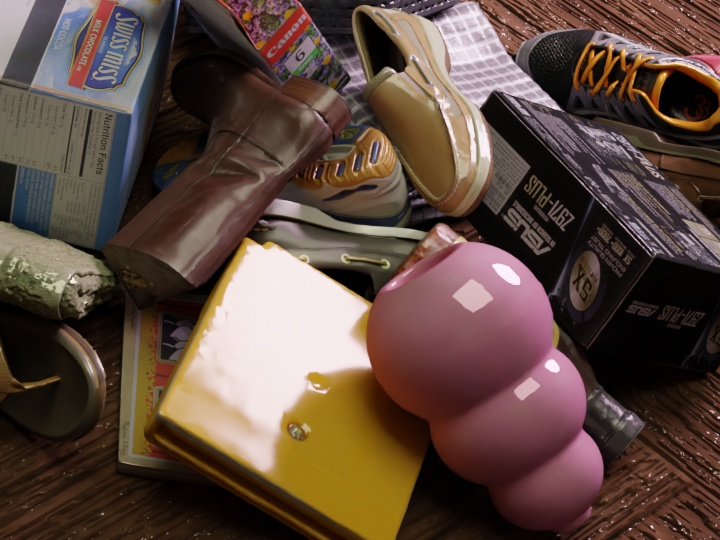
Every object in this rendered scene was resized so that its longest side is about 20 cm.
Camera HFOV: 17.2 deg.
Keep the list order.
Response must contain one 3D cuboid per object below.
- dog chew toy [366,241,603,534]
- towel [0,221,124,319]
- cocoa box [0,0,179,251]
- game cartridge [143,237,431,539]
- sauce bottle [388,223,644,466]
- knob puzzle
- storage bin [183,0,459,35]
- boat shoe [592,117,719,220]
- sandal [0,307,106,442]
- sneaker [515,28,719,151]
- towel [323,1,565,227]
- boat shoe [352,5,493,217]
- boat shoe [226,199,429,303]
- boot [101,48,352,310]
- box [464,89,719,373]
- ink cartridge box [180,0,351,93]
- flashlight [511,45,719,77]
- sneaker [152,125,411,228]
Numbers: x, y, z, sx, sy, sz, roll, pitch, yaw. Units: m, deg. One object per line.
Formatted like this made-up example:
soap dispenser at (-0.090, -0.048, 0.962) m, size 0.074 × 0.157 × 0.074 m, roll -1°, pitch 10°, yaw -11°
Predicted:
dog chew toy at (0.090, 0.083, 1.561) m, size 0.124 × 0.124 × 0.200 m, roll -39°, pitch 101°, yaw -45°
towel at (-0.237, -0.011, 1.585) m, size 0.148 × 0.037 × 0.200 m, roll 22°, pitch 5°, yaw 3°
cocoa box at (-0.215, -0.132, 1.737) m, size 0.131 × 0.134 × 0.200 m, roll 13°, pitch 38°, yaw -1°
game cartridge at (-0.035, 0.083, 1.573) m, size 0.176 × 0.032 × 0.200 m, roll 32°, pitch 39°, yaw -7°
sauce bottle at (0.110, 0.053, 1.643) m, size 0.200 × 0.066 × 0.066 m, roll 40°, pitch 42°, yaw 5°
knob puzzle at (-0.062, 0.077, 1.616) m, size 0.219 × 0.031 × 0.220 m, roll 9°, pitch 38°, yaw -7°
storage bin at (-0.036, -0.245, 1.892) m, size 0.200 × 0.094 × 0.135 m, roll 3°, pitch 19°, yaw 36°
boat shoe at (0.254, -0.059, 1.826) m, size 0.200 × 0.068 × 0.072 m, roll 18°, pitch -3°, yaw 39°
sandal at (-0.246, 0.054, 1.544) m, size 0.200 × 0.081 × 0.054 m, roll 30°, pitch 30°, yaw 27°
sneaker at (0.217, -0.148, 1.879) m, size 0.199 × 0.078 × 0.077 m, roll 17°, pitch -5°, yaw 15°
towel at (0.054, -0.123, 1.853) m, size 0.200 × 0.086 × 0.166 m, roll -17°, pitch 49°, yaw -34°
boat shoe at (0.033, -0.118, 1.720) m, size 0.076 × 0.072 × 0.200 m, roll 22°, pitch 30°, yaw -36°
boat shoe at (-0.001, 0.001, 1.701) m, size 0.201 × 0.072 × 0.060 m, roll 12°, pitch 64°, yaw -19°
boot at (-0.126, -0.063, 1.667) m, size 0.186 × 0.064 × 0.200 m, roll 12°, pitch 55°, yaw 48°
box at (0.176, -0.027, 1.728) m, size 0.164 × 0.086 × 0.200 m, roll 11°, pitch 30°, yaw -48°
ink cartridge box at (-0.084, -0.190, 1.723) m, size 0.109 × 0.200 × 0.050 m, roll 40°, pitch 85°, yaw 25°
flashlight at (0.228, -0.150, 1.962) m, size 0.199 × 0.068 × 0.068 m, roll 2°, pitch 76°, yaw -12°
sneaker at (-0.058, -0.053, 1.740) m, size 0.199 × 0.088 × 0.075 m, roll 3°, pitch 51°, yaw 29°
